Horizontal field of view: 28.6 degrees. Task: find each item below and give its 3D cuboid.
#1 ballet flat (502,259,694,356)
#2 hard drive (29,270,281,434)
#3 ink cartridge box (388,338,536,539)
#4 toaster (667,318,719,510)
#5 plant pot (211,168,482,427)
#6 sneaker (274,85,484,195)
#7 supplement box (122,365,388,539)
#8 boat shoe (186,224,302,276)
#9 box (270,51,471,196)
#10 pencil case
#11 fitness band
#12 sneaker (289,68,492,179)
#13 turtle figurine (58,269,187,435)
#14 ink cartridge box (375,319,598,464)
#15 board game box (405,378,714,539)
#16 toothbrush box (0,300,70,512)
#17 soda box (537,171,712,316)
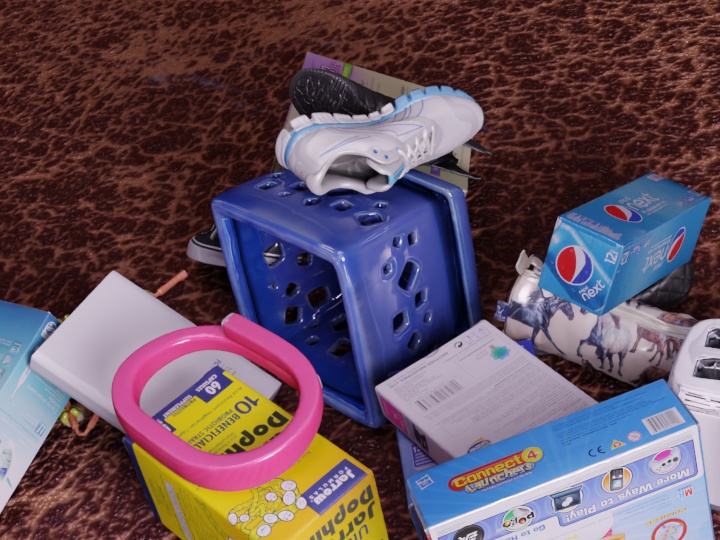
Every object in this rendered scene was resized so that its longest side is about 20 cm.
[{"bbox_3d":[0.219,0.028,1.327,0.199,0.057,0.067,-22,35,-7],"label":"ballet flat"},{"bbox_3d":[-0.192,0.100,1.335,0.200,0.026,0.132,33,51,6],"label":"hard drive"},{"bbox_3d":[0.101,0.141,1.213,0.136,0.077,0.200,-14,34,4],"label":"ink cartridge box"},{"bbox_3d":[0.319,0.116,1.108,0.199,0.130,0.114,7,41,29],"label":"toaster"},{"bbox_3d":[0.000,0.000,1.344,0.180,0.201,0.200,-32,37,-30],"label":"plant pot"},{"bbox_3d":[0.029,-0.106,1.284,0.199,0.075,0.087,-17,43,-17],"label":"sneaker"},{"bbox_3d":[-0.086,0.187,1.179,0.109,0.110,0.200,-38,47,-27],"label":"supplement box"},{"bbox_3d":[-0.123,-0.035,1.497,0.073,0.068,0.199,6,1,-28],"label":"boat shoe"},{"bbox_3d":[0.013,-0.125,1.516,0.199,0.097,0.176,17,39,-5],"label":"box"},{"bbox_3d":[0.221,0.051,1.236,0.199,0.090,0.078,21,67,22],"label":"pencil case"},{"bbox_3d":[-0.118,0.105,1.169,0.200,0.038,0.144,27,54,38],"label":"fitness band"},{"bbox_3d":[0.031,-0.146,1.416,0.199,0.060,0.104,27,15,13],"label":"sneaker"},{"bbox_3d":[-0.258,0.083,1.440,0.161,0.064,0.200,5,58,42],"label":"turtle figurine"},{"bbox_3d":[0.114,0.122,1.133,0.119,0.042,0.200,-30,36,-19],"label":"ink cartridge box"},{"bbox_3d":[0.151,0.199,1.009,0.199,0.196,0.056,-20,35,-5],"label":"board game box"},{"bbox_3d":[-0.375,0.131,1.362,0.146,0.085,0.200,9,60,35],"label":"toothbrush box"},{"bbox_3d":[0.232,-0.026,1.223,0.064,0.068,0.200,27,28,27],"label":"soda box"}]
